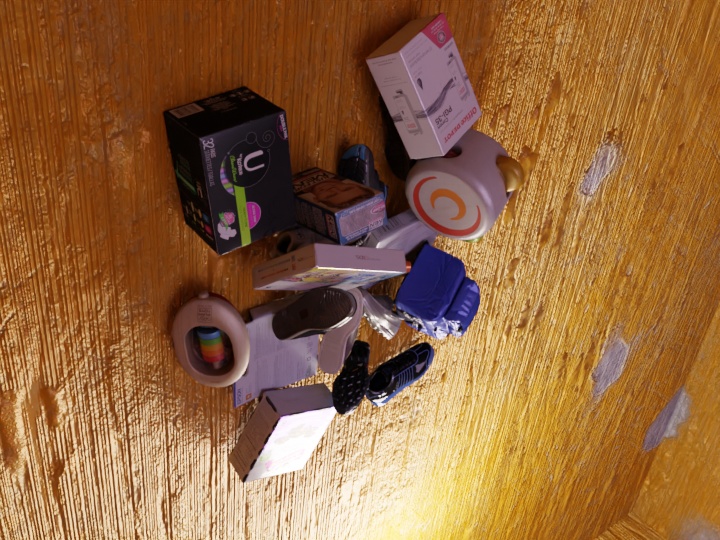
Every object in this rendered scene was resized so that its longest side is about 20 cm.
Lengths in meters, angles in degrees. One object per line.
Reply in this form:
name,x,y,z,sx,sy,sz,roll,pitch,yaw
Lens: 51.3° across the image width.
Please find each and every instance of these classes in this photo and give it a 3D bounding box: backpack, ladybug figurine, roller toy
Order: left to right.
ladybug figurine,-0.257,0.114,1.311,0.135,0.072,0.201,3,125,1
backpack,0.166,0.067,1.601,0.163,0.167,0.200,-54,164,-11
roller toy,0.189,-0.164,1.391,0.140,0.182,0.200,-54,177,-34

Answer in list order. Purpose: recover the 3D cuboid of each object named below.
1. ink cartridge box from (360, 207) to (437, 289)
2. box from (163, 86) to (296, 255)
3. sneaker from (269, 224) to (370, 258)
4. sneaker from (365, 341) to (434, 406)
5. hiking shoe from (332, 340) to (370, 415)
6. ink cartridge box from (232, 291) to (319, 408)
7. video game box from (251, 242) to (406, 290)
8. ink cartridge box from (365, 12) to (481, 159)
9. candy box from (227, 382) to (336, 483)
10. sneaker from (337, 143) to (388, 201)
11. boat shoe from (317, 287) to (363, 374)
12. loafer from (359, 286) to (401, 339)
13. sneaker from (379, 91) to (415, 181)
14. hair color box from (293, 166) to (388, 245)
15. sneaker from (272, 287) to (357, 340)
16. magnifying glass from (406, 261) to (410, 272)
ink cartridge box,0.081,-0.057,1.533,0.196,0.043,0.200,-28,160,-27
box,-0.197,-0.154,1.157,0.148,0.124,0.201,-25,132,-28
sneaker,-0.068,-0.066,1.333,0.199,0.075,0.115,-36,155,19
sneaker,0.091,0.232,1.748,0.200,0.070,0.078,-42,145,-11
hiking shoe,-0.013,0.239,1.582,0.201,0.074,0.087,-71,167,-52
ink cartridge box,-0.170,0.151,1.465,0.199,0.041,0.201,-18,129,-34
video game box,-0.054,-0.002,1.275,0.199,0.182,0.047,3,78,-42
ink cartridge box,0.115,-0.316,1.300,0.147,0.082,0.201,-48,123,-32
candy box,-0.158,0.335,1.557,0.167,0.072,0.201,-1,129,-46
sneaker,0.009,-0.160,1.397,0.082,0.073,0.201,-34,147,-27
boat shoe,-0.035,0.114,1.518,0.060,0.071,0.201,-47,155,-64
loafer,0.035,0.078,1.592,0.070,0.070,0.200,-53,148,-8
sneaker,0.089,-0.259,1.394,0.075,0.070,0.201,-33,137,-23
hair color box,-0.054,-0.112,1.259,0.100,0.200,0.061,-27,123,-28
sneaker,-0.061,0.075,1.371,0.106,0.199,0.075,-3,77,-49
magnifying glass,0.000,0.000,1.463,0.198,0.023,0.080,-6,150,-12
